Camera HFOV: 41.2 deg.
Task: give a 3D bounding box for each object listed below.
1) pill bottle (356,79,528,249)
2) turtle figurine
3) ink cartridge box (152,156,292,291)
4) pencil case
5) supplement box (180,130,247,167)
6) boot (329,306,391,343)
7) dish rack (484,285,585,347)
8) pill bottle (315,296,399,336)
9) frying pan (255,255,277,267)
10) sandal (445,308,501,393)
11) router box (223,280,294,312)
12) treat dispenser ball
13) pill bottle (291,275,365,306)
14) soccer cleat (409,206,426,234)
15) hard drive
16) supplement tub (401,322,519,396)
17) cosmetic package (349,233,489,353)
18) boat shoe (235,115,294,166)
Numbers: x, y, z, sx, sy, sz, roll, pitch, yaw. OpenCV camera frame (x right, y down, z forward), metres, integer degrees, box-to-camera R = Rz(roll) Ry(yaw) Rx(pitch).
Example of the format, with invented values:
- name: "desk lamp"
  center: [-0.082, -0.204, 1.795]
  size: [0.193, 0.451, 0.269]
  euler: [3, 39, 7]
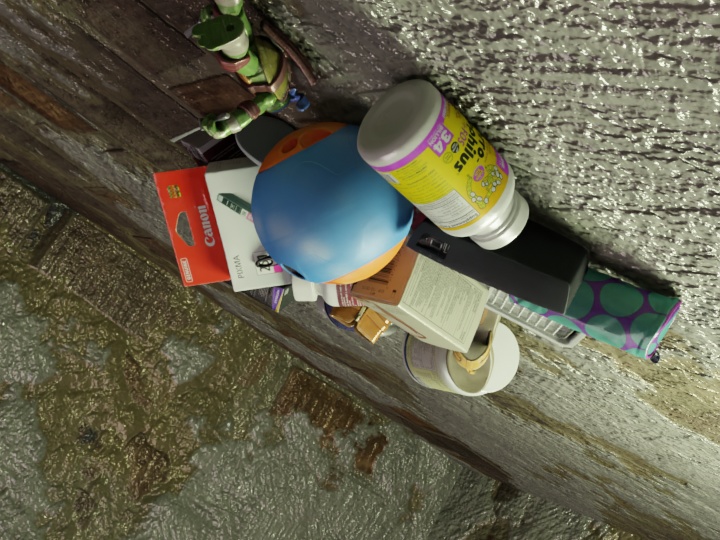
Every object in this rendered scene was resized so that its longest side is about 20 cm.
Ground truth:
- name: "pill bottle"
  center: [0.095, -0.106, 1.025]
  size: [0.200, 0.104, 0.104]
  euler: [38, 164, -34]
- name: "turtle figurine"
  center: [-0.160, -0.226, 1.039]
  size: [0.200, 0.144, 0.194]
  euler: [22, 162, 14]
- name: "ink cartridge box"
  center: [-0.202, -0.062, 1.412]
  size: [0.044, 0.173, 0.200]
  euler: [-94, -5, -61]
- name: "pencil case"
  center: [0.289, 0.038, 1.191]
  size: [0.200, 0.085, 0.092]
  euler: [25, -158, 25]
- name: "supplement box"
  center: [-0.186, -0.129, 1.467]
  size: [0.200, 0.061, 0.109]
  euler: [57, 168, -25]
- name: "boot"
  center: [0.060, 0.056, 1.590]
  size: [0.200, 0.155, 0.074]
  euler: [28, 167, 8]
- name: "dish rack"
  center: [0.239, 0.039, 1.397]
  size: [0.200, 0.044, 0.172]
  euler: [28, 166, 8]
- name: "pill bottle"
  center: [-0.003, 0.057, 1.812]
  size: [0.120, 0.120, 0.200]
  euler: [36, 165, -25]
- name: "frying pan"
  center: [-0.053, -0.024, 1.383]
  size: [0.115, 0.031, 0.190]
  euler: [45, 126, -12]
- name: "sandal"
  center: [0.182, 0.116, 1.533]
  size: [0.080, 0.054, 0.200]
  euler: [14, 120, 7]
- name: "router box"
  center: [-0.143, -0.028, 1.583]
  size: [0.157, 0.200, 0.052]
  euler: [28, 126, 15]
- name: "treat dispenser ball"
  center: [-0.035, -0.082, 1.180]
  size: [0.201, 0.201, 0.201]
  euler: [28, 167, 7]
- name: "pill bottle"
  center: [0.000, 0.000, 1.450]
  size: [0.200, 0.110, 0.110]
  euler: [-1, 163, 5]
- name: "soccer cleat"
  center: [0.104, -0.050, 1.301]
  size: [0.076, 0.067, 0.200]
  euler: [43, 158, -31]
- name: "hard drive"
  center: [0.169, -0.028, 1.138]
  size: [0.200, 0.135, 0.042]
  euler: [24, 124, 15]
- name: "supplement tub"
  center: [0.176, 0.146, 1.701]
  size: [0.145, 0.145, 0.200]
  euler: [35, 166, -20]
- name: "cosmetic package"
  center: [0.085, 0.030, 1.314]
  size: [0.087, 0.103, 0.200]
  euler: [12, 164, 38]
- name: "boat shoe"
  center: [-0.085, -0.142, 1.341]
  size: [0.200, 0.071, 0.091]
  euler: [27, 163, 2]
